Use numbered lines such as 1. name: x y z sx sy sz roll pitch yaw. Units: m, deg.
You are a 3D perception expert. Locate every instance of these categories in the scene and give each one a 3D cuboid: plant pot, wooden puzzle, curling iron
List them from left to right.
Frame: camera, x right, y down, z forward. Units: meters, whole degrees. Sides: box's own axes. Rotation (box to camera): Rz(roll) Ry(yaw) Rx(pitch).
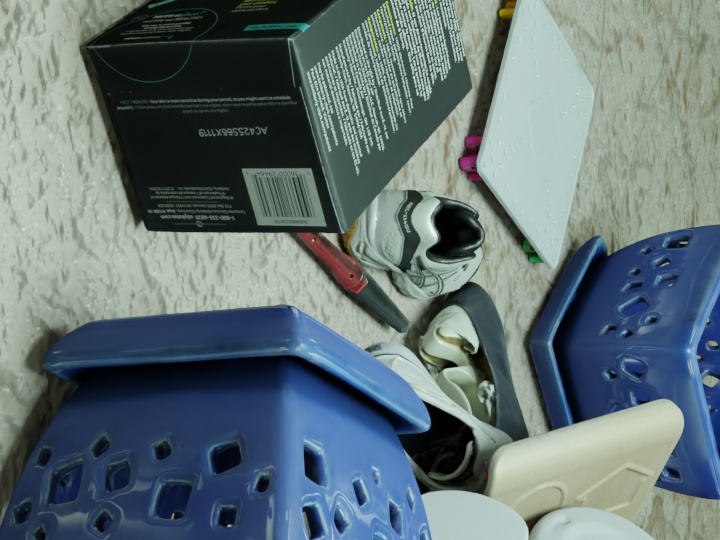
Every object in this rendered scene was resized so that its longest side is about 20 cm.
1. plant pot: -0.074 0.129 0.936 0.200 0.200 0.180 35 55 -56
2. curling iron: 0.000 0.000 1.221 0.200 0.049 0.026 57 23 -52
3. wooden puzzle: 0.136 0.186 1.216 0.185 0.046 0.200 -12 132 -34
4. plant pot: 0.280 0.083 1.592 0.200 0.179 0.200 -56 138 -42

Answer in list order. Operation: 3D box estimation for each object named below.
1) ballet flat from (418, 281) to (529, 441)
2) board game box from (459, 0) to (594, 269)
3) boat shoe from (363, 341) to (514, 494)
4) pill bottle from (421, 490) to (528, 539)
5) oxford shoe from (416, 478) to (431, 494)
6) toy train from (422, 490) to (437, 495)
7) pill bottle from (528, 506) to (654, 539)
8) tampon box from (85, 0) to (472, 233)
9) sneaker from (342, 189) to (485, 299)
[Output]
1. ballet flat: 0.086 0.080 1.315 0.073 0.073 0.200 54 17 -48
2. board game box: 0.158 -0.133 1.517 0.200 0.026 0.200 47 52 -52
3. boat shoe: 0.067 0.132 1.194 0.200 0.072 0.066 51 8 -31
4. pill bottle: 0.057 0.257 1.110 0.112 0.112 0.200 -29 132 -57
5. oxford shoe: 0.027 0.125 1.271 0.200 0.073 0.085 57 15 -36
6. toy train: 0.041 0.230 1.254 0.150 0.056 0.200 -43 140 -4
7. pill bottle: 0.145 0.279 1.183 0.112 0.112 0.200 -38 152 -54
8. tampon box: -0.043 -0.125 1.025 0.200 0.150 0.126 -48 132 -49
9. sneaker: 0.065 -0.018 1.294 0.200 0.087 0.076 15 77 -62
